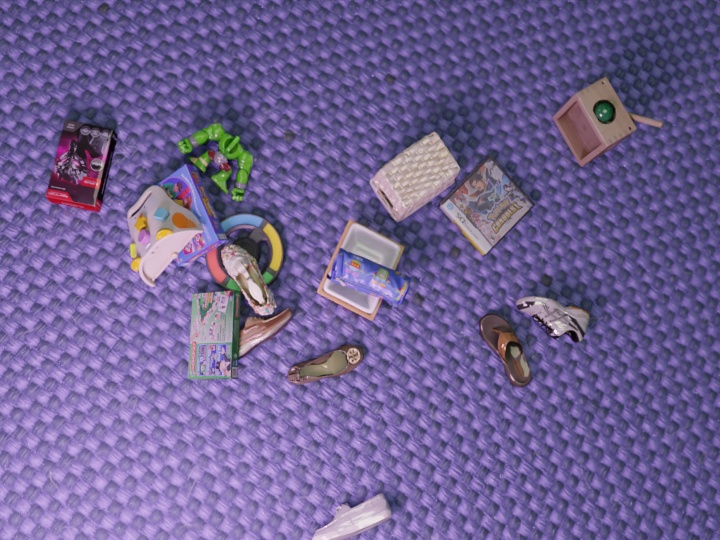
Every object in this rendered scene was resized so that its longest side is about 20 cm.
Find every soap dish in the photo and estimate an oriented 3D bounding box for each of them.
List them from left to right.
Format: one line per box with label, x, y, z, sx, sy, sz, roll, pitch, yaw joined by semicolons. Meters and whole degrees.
soap dish;0.000;0.000;1.651;0.154;0.081;0.204;25;79;-1

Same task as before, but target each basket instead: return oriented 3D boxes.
basket;0.140;-0.240;1.686;0.198;0.123;0.137;-35;86;-12

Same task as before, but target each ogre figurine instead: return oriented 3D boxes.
ogre figurine;-0.341;-0.278;1.651;0.199;0.098;0.121;40;81;3

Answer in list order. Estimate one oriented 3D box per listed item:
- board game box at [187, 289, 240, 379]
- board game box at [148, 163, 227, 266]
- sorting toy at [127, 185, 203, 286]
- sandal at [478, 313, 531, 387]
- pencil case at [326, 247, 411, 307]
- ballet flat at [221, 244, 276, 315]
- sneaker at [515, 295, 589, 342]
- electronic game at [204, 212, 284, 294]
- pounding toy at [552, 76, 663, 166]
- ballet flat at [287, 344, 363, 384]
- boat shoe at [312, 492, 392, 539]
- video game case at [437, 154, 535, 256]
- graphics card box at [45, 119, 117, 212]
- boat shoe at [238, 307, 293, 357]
board game box;-0.346;0.153;1.576;0.131;0.029;0.206;-5;79;30
board game box;-0.421;-0.132;1.614;0.132;0.045;0.204;-27;83;19
sorting toy;-0.495;-0.102;1.583;0.200;0.106;0.182;-43;59;18
sandal;0.370;0.198;1.672;0.080;0.055;0.204;-24;84;-10
pencil case;0.021;0.019;1.567;0.195;0.079;0.088;22;49;-2
ballet flat;-0.266;0.016;1.584;0.075;0.064;0.201;-37;83;-6
sneaker;0.485;0.125;1.687;0.195;0.076;0.090;16;78;-3
electronic game;-0.285;-0.042;1.646;0.194;0.042;0.206;1;80;-7
pounding toy;0.635;-0.387;1.729;0.140;0.200;0.187;-28;84;-11
ballet flat;-0.084;0.230;1.619;0.195;0.046;0.069;-15;83;-9
boat shoe;-0.024;0.579;1.559;0.195;0.072;0.070;-22;61;-3
video game case;0.330;-0.171;1.746;0.200;0.026;0.181;-43;87;-11
graphics card box;-0.681;-0.257;1.633;0.122;0.051;0.206;11;78;-4
boat shoe;-0.252;0.142;1.603;0.197;0.076;0.073;-33;83;-12
